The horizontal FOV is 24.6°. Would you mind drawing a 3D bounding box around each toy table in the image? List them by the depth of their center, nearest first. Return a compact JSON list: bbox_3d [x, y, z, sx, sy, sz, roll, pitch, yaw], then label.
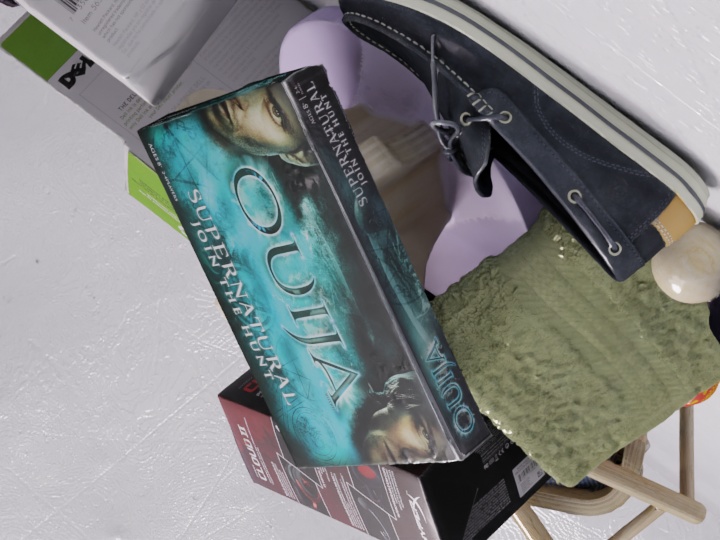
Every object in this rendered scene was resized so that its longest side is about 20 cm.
[{"bbox_3d":[0.000,-0.037,0.884,0.200,0.117,0.184,44,142,12],"label":"toy table"}]

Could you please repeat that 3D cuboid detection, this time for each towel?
[{"bbox_3d":[0.122,0.033,0.867,0.200,0.148,0.037,40,-166,-46],"label":"towel"}]

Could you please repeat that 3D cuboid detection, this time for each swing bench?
[{"bbox_3d":[0.129,0.093,1.166,0.200,0.130,0.199,39,-153,-11],"label":"swing bench"}]

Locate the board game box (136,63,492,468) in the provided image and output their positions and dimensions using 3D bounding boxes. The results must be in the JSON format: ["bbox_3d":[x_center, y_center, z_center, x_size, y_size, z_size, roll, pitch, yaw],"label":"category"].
[{"bbox_3d":[-0.026,0.005,0.820,0.135,0.028,0.201,-11,108,52],"label":"board game box"}]

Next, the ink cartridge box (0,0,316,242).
[{"bbox_3d":[-0.100,-0.114,1.019,0.200,0.148,0.076,37,160,8],"label":"ink cartridge box"}]

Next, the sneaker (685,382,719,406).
[{"bbox_3d":[0.194,0.042,1.046,0.077,0.073,0.200,22,-172,-11],"label":"sneaker"}]

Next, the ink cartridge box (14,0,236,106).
[{"bbox_3d":[-0.152,-0.191,0.838,0.200,0.115,0.068,38,179,9],"label":"ink cartridge box"}]

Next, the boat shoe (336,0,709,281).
[{"bbox_3d":[0.062,-0.068,0.747,0.200,0.062,0.075,38,180,14],"label":"boat shoe"}]

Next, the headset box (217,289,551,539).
[{"bbox_3d":[0.023,0.080,0.995,0.199,0.148,0.075,17,135,46],"label":"headset box"}]

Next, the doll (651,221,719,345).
[{"bbox_3d":[0.220,0.048,0.804,0.200,0.049,0.136,37,177,-6],"label":"doll"}]

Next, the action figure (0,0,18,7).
[{"bbox_3d":[-0.174,-0.195,0.917,0.199,0.131,0.069,20,-164,3],"label":"action figure"}]
